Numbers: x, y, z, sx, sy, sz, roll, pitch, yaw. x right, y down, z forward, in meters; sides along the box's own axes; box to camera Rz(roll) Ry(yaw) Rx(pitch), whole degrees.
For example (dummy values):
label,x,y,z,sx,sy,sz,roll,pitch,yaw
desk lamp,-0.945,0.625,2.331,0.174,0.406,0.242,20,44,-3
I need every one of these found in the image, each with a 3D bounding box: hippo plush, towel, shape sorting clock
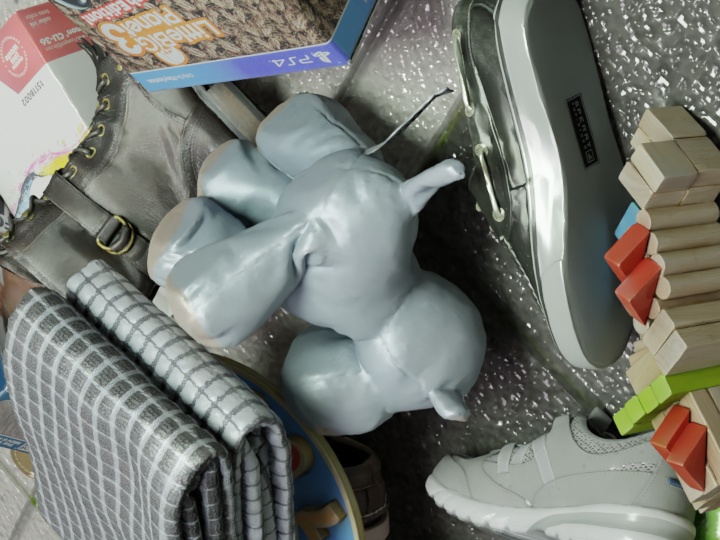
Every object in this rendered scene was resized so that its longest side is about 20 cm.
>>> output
label,x,y,z,sx,sy,sz,roll,pitch,yaw
hippo plush,0.000,0.000,0.972,0.200,0.159,0.161,-27,123,16
towel,-0.121,0.117,0.983,0.166,0.086,0.200,36,141,32
shape sorting clock,-0.078,0.143,1.067,0.200,0.039,0.200,23,128,34

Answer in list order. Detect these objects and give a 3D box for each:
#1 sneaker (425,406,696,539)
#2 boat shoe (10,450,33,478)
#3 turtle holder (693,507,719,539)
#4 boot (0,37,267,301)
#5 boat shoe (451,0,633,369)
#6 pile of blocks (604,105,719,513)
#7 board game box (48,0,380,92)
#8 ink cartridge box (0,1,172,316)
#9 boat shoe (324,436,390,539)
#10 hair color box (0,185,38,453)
label,x,y,z,sx,sy,sz,roll,pitch,yaw
sneaker,0.116,0.116,0.971,0.075,0.082,0.200,29,164,-33
boat shoe,-0.203,0.098,1.234,0.072,0.065,0.200,36,133,-9
turtle holder,0.234,0.169,0.844,0.141,0.186,0.132,-5,111,11
boot,-0.158,-0.070,1.041,0.200,0.069,0.174,43,91,9
boat shoe,0.093,-0.047,0.900,0.064,0.071,0.200,-5,99,43
pile of blocks,0.142,0.022,0.857,0.082,0.062,0.200,-13,85,57
board game box,-0.102,-0.192,0.883,0.159,0.097,0.200,-2,147,44
ink cartridge box,-0.172,-0.062,1.133,0.116,0.067,0.200,-37,84,46
boat shoe,-0.065,0.116,1.124,0.200,0.072,0.060,20,120,37
hair color box,-0.234,0.017,1.150,0.061,0.100,0.200,-34,59,23
